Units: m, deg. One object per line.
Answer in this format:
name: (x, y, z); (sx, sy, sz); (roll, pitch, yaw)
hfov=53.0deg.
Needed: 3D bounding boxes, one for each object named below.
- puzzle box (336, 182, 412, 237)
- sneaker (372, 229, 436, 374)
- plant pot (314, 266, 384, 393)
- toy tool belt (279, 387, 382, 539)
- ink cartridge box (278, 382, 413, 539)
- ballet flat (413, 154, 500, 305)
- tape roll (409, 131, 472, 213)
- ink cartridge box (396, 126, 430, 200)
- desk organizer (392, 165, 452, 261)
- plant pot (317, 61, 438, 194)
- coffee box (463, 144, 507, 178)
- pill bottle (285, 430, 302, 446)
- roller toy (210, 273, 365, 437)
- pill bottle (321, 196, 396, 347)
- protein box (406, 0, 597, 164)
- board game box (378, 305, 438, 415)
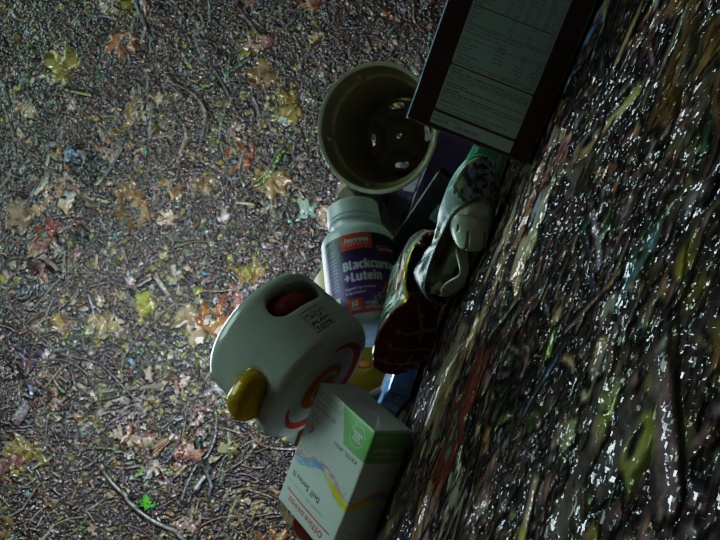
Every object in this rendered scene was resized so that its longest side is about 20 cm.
puzzle box: (0.030, -0.127, 1.264); (0.025, 0.133, 0.201); (-39, 14, 25)
sneaker: (0.068, 0.043, 0.955); (0.082, 0.076, 0.204); (-124, 54, -73)
plant pot: (0.007, 0.103, 1.267); (0.191, 0.196, 0.203); (-91, 17, -50)
toy tool belt: (-0.024, 0.265, 1.000); (0.203, 0.123, 0.123); (-67, -13, 17)
ink cartridge box: (-0.028, 0.253, 0.864); (0.116, 0.066, 0.204); (31, 105, 46)
ballet flat: (0.116, -0.033, 0.819); (0.073, 0.071, 0.202); (-68, -2, -47)
tape roll: (0.142, -0.135, 1.249); (0.200, 0.083, 0.204); (22, -91, -89)
ink cartridge box: (0.125, -0.171, 1.426); (0.084, 0.143, 0.203); (-67, -2, -57)
desk organizer: (0.096, -0.058, 1.133); (0.202, 0.071, 0.077); (-56, 2, 20)
plant pot: (0.048, -0.231, 1.216); (0.183, 0.197, 0.204); (-21, -47, -74)
coffee box: (0.142, -0.091, 0.954); (0.200, 0.043, 0.125); (105, -175, -78)
pill bottle: (-0.067, 0.270, 1.290); (0.112, 0.196, 0.114); (21, -89, -89)
roller toy: (-0.087, 0.111, 0.924); (0.183, 0.139, 0.200); (-51, -22, -2)
pill bottle: (0.000, 0.000, 1.060); (0.112, 0.109, 0.204); (110, 155, -64)
protein box: (0.149, -0.248, 0.764); (0.199, 0.132, 0.204); (-66, -3, -69)
board game box: (0.074, 0.111, 1.084); (0.152, 0.036, 0.203); (109, -178, -66)
